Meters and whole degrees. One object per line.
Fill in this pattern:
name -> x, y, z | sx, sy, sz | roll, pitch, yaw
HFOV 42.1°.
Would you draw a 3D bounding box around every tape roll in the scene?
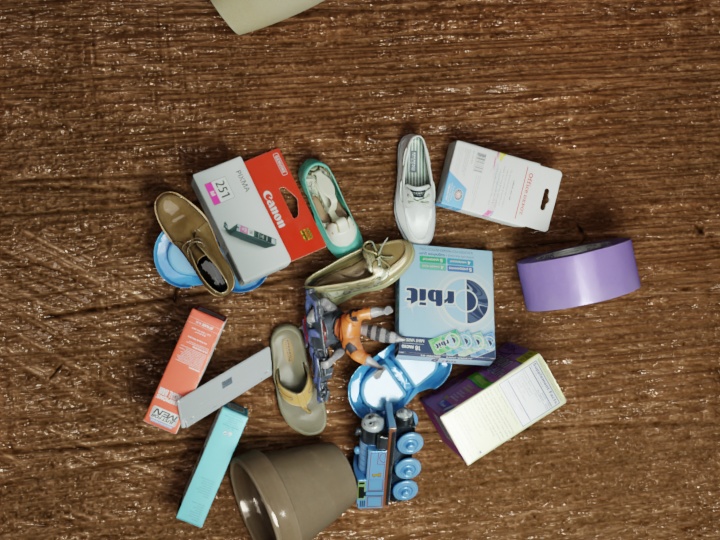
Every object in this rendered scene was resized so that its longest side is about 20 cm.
tape roll -> 0.374, 0.006, 1.610 | 0.198, 0.200, 0.086 | -13, 93, -7

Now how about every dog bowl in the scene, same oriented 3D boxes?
dog bowl -> -0.252, -0.023, 1.606 | 0.198, 0.050, 0.113 | 5, 91, -7
dog bowl -> 0.066, 0.182, 1.644 | 0.199, 0.050, 0.112 | -37, 96, -5

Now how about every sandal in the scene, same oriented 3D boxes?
sandal -> -0.112, 0.193, 1.627 | 0.079, 0.054, 0.202 | -14, 93, -6

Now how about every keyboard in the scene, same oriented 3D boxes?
keyboard -> -0.224, 0.195, 1.573 | 0.199, 0.011, 0.057 | -30, 123, -38

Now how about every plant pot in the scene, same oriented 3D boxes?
plant pot -> -0.104, 0.377, 1.582 | 0.173, 0.200, 0.202 | -19, 94, -25
plant pot -> -0.153, -0.492, 1.554 | 0.199, 0.187, 0.188 | -34, 96, 9

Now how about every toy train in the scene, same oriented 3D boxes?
toy train -> 0.044, 0.320, 1.604 | 0.113, 0.087, 0.202 | -1, 122, -8

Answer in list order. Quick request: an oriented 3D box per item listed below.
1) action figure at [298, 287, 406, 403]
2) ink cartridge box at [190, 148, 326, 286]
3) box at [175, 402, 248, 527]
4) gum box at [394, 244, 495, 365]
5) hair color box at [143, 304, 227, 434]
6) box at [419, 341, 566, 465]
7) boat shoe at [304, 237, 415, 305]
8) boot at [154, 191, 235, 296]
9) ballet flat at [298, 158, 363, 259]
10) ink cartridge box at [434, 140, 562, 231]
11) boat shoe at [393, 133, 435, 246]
action figure -> -0.026, 0.127, 1.583 | 0.104, 0.192, 0.202 | -16, 112, -45
ink cartridge box -> -0.167, -0.098, 1.579 | 0.172, 0.044, 0.201 | -25, 85, -21
box -> -0.253, 0.328, 1.599 | 0.049, 0.082, 0.202 | 23, 89, -8
gum box -> 0.145, 0.058, 1.623 | 0.168, 0.045, 0.202 | 4, 66, -7
hair color box -> -0.293, 0.163, 1.575 | 0.063, 0.111, 0.202 | 23, 88, -6
box -> 0.222, 0.223, 1.608 | 0.199, 0.176, 0.097 | -31, 95, -5
boat shoe -> 0.000, 0.000, 1.605 | 0.199, 0.063, 0.074 | -29, 57, 6
boot -> -0.271, -0.046, 1.541 | 0.073, 0.075, 0.201 | -34, 94, -3
ballet flat -> -0.050, -0.100, 1.618 | 0.067, 0.070, 0.201 | -27, 95, -9
ink cartridge box -> 0.243, -0.146, 1.655 | 0.198, 0.068, 0.116 | 15, 90, -7
boat shoe -> 0.094, -0.139, 1.637 | 0.073, 0.067, 0.202 | -9, 93, -6
